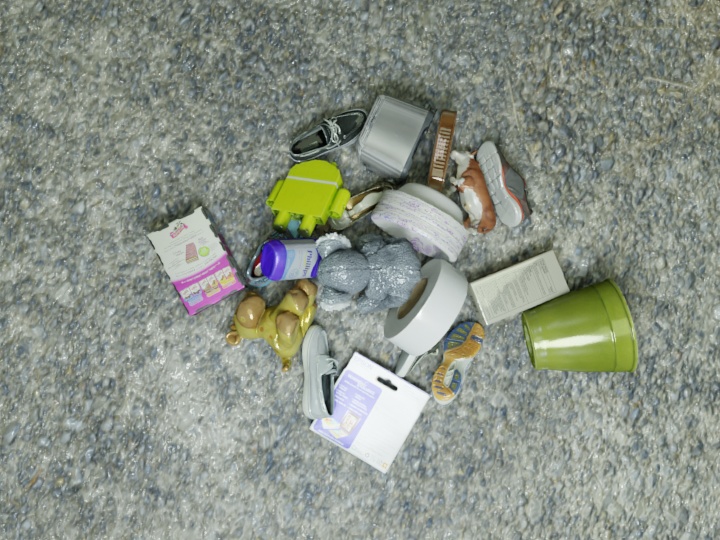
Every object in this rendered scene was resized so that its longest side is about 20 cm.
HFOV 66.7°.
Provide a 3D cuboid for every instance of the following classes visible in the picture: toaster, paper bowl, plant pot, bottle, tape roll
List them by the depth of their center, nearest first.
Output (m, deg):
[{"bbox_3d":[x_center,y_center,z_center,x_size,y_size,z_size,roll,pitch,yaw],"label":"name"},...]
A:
[{"bbox_3d":[0.134,0.075,1.137,0.071,0.202,0.203,34,87,-9],"label":"tape roll"},{"bbox_3d":[0.131,-0.107,1.140,0.201,0.201,0.104,29,84,-1],"label":"paper bowl"},{"bbox_3d":[-0.111,-0.026,1.156,0.200,0.065,0.084,-4,120,-40],"label":"bottle"},{"bbox_3d":[0.454,0.134,1.168,0.193,0.200,0.201,-12,89,9],"label":"plant pot"},{"bbox_3d":[0.074,-0.295,1.193,0.129,0.114,0.200,24,88,1],"label":"toaster"}]

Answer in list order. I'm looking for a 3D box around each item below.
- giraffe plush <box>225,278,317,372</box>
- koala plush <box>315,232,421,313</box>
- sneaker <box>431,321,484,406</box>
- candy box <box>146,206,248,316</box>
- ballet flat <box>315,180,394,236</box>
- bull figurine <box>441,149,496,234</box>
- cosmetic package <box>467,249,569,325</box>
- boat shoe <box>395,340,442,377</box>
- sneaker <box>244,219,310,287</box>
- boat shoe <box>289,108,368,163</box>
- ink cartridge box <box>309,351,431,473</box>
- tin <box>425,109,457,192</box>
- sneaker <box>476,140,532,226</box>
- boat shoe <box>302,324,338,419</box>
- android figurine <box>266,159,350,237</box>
[{"bbox_3d":[-0.196,0.104,1.169,0.162,0.173,0.200,18,122,8],"label":"giraffe plush"},{"bbox_3d":[0.000,0.000,1.115,0.200,0.184,0.178,2,86,-31],"label":"koala plush"},{"bbox_3d":[0.210,0.205,1.210,0.075,0.088,0.200,25,65,21],"label":"sneaker"},{"bbox_3d":[-0.353,-0.020,1.194,0.136,0.061,0.200,-28,90,-2],"label":"candy box"},{"bbox_3d":[-0.012,-0.138,1.202,0.200,0.075,0.068,-30,100,-3],"label":"ballet flat"},{"bbox_3d":[0.239,-0.171,1.204,0.121,0.065,0.200,-28,97,-37],"label":"bull figurine"},{"bbox_3d":[0.344,0.038,1.214,0.200,0.071,0.105,-20,89,-3],"label":"cosmetic package"},{"bbox_3d":[0.149,0.155,1.203,0.064,0.071,0.200,33,88,-7],"label":"boat shoe"},{"bbox_3d":[-0.175,-0.044,1.184,0.079,0.096,0.200,36,88,-1],"label":"sneaker"},{"bbox_3d":[-0.069,-0.304,1.209,0.199,0.068,0.074,-24,90,-2],"label":"boat shoe"},{"bbox_3d":[0.022,0.310,1.208,0.198,0.043,0.200,31,89,-1],"label":"ink cartridge box"},{"bbox_3d":[0.174,-0.252,1.197,0.042,0.112,0.200,11,87,8],"label":"tin"},{"bbox_3d":[0.327,-0.199,1.233,0.082,0.077,0.200,-21,90,-30],"label":"sneaker"},{"bbox_3d":[-0.079,0.217,1.175,0.071,0.070,0.201,-6,77,29],"label":"boat shoe"},{"bbox_3d":[-0.112,-0.163,1.180,0.182,0.041,0.200,9,60,20],"label":"android figurine"}]
